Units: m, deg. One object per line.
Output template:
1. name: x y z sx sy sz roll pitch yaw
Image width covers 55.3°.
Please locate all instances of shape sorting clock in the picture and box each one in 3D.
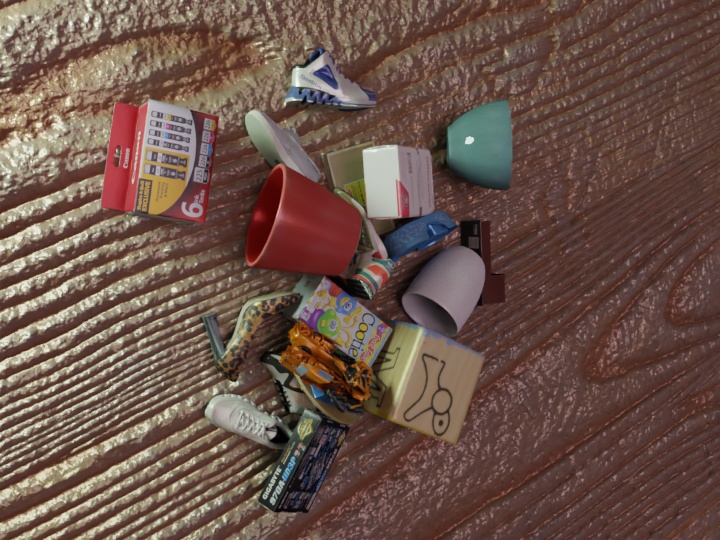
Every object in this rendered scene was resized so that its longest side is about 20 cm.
1. shape sorting clock: -0.071 0.223 1.384 0.039 0.200 0.200 -36 114 15

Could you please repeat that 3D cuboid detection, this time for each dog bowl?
1. dog bowl: 0.128 -0.077 1.507 0.199 0.111 0.050 -23 79 -43

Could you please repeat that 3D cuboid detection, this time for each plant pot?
1. plant pot: -0.106 -0.080 1.322 0.176 0.200 0.202 18 83 -24
2. plant pot: 0.265 -0.281 1.560 0.134 0.200 0.202 -2 94 5

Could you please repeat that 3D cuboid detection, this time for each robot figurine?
1. robot figurine: -0.055 0.187 1.312 0.199 0.058 0.145 34 31 -13

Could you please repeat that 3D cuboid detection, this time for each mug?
1. mug: 0.205 0.053 1.562 0.176 0.147 0.201 -52 145 -26

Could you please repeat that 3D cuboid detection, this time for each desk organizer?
1. desk organizer: 0.293 -0.020 1.639 0.077 0.072 0.202 -5 95 -32

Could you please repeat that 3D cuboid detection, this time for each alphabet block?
1. alphabet block: 0.116 0.233 1.474 0.195 0.196 0.201 27 79 -27

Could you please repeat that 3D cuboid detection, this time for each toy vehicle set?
1. toy vehicle set: -0.003 -0.167 1.484 0.124 0.026 0.202 -20 102 -28

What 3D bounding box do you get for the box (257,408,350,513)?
1. box: -0.109 0.386 1.380 0.201 0.046 0.159 -63 153 -7

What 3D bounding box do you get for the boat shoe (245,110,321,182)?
1. boat shoe: -0.151 -0.246 1.377 0.201 0.070 0.072 53 57 -25

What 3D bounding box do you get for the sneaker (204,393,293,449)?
1. sneaker: -0.210 0.302 1.354 0.199 0.081 0.076 29 80 -27

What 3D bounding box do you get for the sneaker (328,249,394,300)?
1. sneaker: 0.000 0.000 1.391 0.093 0.199 0.071 -41 113 -17

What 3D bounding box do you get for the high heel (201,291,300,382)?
1. high heel: -0.198 0.127 1.351 0.199 0.071 0.144 -18 95 -12

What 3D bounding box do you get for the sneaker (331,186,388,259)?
1. sneaker: -0.017 -0.078 1.430 0.088 0.077 0.201 -32 103 -7

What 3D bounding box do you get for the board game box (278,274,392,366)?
1. board game box: -0.051 0.106 1.423 0.200 0.105 0.103 39 74 -25

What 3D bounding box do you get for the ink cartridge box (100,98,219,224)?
1. ink cartridge box: -0.362 -0.195 1.240 0.174 0.084 0.202 7 89 -30

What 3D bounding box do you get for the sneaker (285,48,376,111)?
1. sneaker: -0.058 -0.392 1.411 0.198 0.080 0.116 -1 95 -29

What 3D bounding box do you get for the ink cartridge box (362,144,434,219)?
1. ink cartridge box: 0.084 -0.184 1.449 0.200 0.084 0.147 -13 101 -63

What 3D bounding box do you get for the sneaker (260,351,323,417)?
1. sneaker: -0.137 0.243 1.398 0.080 0.074 0.200 -49 113 -17
